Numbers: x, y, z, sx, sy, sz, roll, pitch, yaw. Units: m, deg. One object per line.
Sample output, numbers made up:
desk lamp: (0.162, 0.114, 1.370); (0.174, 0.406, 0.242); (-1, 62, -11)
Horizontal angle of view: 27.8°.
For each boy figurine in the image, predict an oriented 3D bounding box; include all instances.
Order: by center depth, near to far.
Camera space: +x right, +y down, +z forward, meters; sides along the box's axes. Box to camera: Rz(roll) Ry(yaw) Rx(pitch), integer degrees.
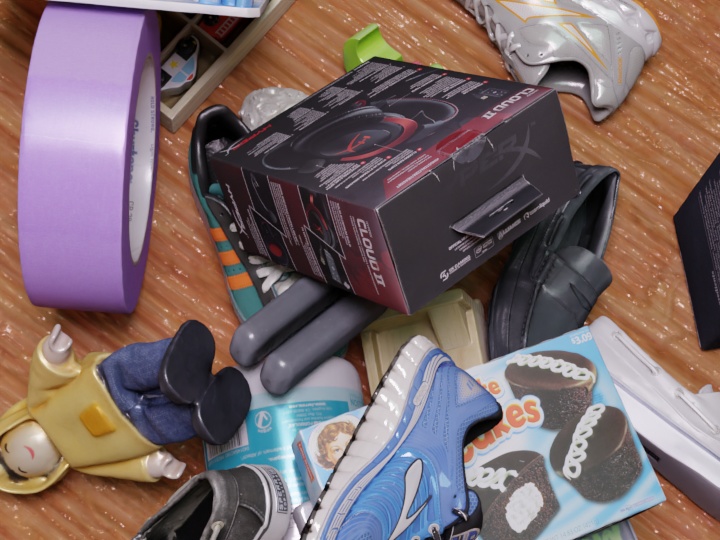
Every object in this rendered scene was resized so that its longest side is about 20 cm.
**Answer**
boy figurine: (-0.167, 0.088, 0.914); (0.125, 0.198, 0.065); (56, 35, -23)

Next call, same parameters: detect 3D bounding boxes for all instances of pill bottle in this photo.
pill bottle: (-0.040, 0.163, 0.928); (0.109, 0.111, 0.203); (-7, 72, -7)

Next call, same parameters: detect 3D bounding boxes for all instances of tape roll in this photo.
tape roll: (-0.173, -0.075, 0.951); (0.065, 0.200, 0.203); (5, 71, -2)

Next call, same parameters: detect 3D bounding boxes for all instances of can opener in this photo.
can opener: (0.000, 0.000, 0.925); (0.053, 0.067, 0.200); (40, 48, 14)

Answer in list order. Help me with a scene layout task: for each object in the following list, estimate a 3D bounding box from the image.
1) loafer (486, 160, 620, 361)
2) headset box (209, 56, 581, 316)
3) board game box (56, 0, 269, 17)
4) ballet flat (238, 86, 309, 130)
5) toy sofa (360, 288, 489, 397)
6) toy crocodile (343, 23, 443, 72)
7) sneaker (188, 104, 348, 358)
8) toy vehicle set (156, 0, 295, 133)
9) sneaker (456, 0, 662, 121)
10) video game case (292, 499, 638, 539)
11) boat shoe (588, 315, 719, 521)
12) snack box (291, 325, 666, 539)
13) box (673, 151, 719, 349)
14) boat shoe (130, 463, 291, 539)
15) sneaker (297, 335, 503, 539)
loafer: (0.135, 0.006, 0.992); (0.070, 0.068, 0.202); (-10, 48, 35)
headset box: (0.025, -0.057, 0.890); (0.148, 0.199, 0.076); (-35, 121, -26)
board game box: (-0.160, -0.199, 0.977); (0.197, 0.200, 0.026); (4, 105, -2)
ballet flat: (-0.010, -0.065, 1.032); (0.071, 0.072, 0.201); (-35, 77, -14)
toy sofa: (0.059, 0.122, 0.974); (0.082, 0.098, 0.203); (-15, 72, 15)
toy crocodile: (0.052, -0.099, 1.036); (0.067, 0.062, 0.201); (-25, 56, -11)
sneaker: (-0.069, -0.024, 0.994); (0.071, 0.080, 0.201); (-26, 67, -11)
toy vehicle set: (-0.123, -0.215, 1.095); (0.124, 0.027, 0.201); (37, 72, 9)
sneaker: (0.121, -0.184, 1.080); (0.198, 0.076, 0.093); (27, 76, 6)
video game case: (0.081, 0.195, 0.872); (0.198, 0.023, 0.184); (-17, 75, -19)
boat shoe: (0.224, 0.107, 0.986); (0.199, 0.074, 0.066); (39, 77, 8)
snack box: (0.070, 0.120, 0.865); (0.198, 0.037, 0.117); (-18, 75, -18)
box: (0.314, -0.032, 0.973); (0.146, 0.200, 0.108); (-6, 70, -7)
boat shoe: (-0.122, 0.185, 0.883); (0.063, 0.201, 0.071); (9, 38, -45)
sneaker: (0.020, 0.135, 0.786); (0.088, 0.079, 0.201); (28, 67, 3)
